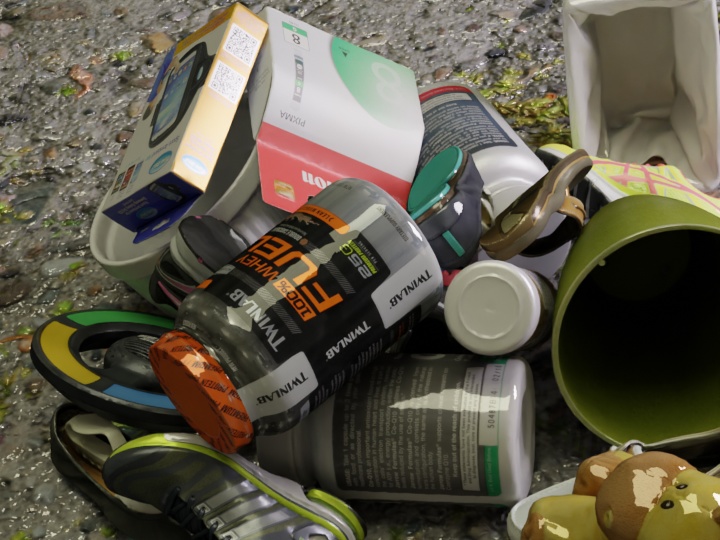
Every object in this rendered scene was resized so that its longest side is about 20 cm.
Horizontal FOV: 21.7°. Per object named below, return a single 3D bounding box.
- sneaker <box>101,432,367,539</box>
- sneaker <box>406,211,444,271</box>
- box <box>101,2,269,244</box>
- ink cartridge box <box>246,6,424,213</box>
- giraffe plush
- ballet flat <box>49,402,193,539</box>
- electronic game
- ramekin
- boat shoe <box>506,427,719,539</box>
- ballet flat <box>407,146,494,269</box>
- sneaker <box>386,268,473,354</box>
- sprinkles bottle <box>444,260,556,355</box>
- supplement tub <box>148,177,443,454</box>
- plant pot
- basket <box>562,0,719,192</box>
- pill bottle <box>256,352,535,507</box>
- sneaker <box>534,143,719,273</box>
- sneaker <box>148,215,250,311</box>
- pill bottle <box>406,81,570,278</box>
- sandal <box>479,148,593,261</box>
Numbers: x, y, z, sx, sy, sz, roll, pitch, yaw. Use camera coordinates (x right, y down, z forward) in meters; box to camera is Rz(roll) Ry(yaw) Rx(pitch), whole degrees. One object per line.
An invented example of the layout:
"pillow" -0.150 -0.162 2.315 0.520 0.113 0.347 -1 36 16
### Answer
"sneaker" -0.096 0.182 1.364 0.199 0.074 0.081 20 49 1
"sneaker" 0.000 0.000 1.515 0.199 0.079 0.066 -8 34 -40
"box" -0.150 -0.118 1.569 0.119 0.041 0.201 -25 38 50
"ink cartridge box" -0.017 -0.118 1.590 0.160 0.050 0.201 21 39 -30
"giraffe plush" 0.200 0.183 1.218 0.198 0.162 0.174 14 65 10
"ballet flat" -0.180 0.160 1.454 0.199 0.069 0.068 25 48 38
"electronic game" -0.169 0.078 1.525 0.198 0.042 0.200 13 18 -4
"ramekin" -0.129 -0.048 1.638 0.199 0.105 0.201 -30 32 21
"boat shoe" 0.199 0.157 1.366 0.198 0.069 0.075 -15 38 -5
"ballet flat" 0.074 -0.045 1.505 0.072 0.074 0.200 -5 15 6
"sneaker" 0.013 0.042 1.562 0.199 0.071 0.098 4 36 16
"sprinkles bottle" 0.111 0.029 1.431 0.068 0.069 0.200 -1 -2 12
"supplement tub" -0.047 0.034 1.358 0.200 0.123 0.122 -39 45 -22
"plant pot" 0.230 0.017 1.477 0.185 0.189 0.200 -9 22 2
"basket" 0.254 -0.181 1.705 0.134 0.201 0.124 -4 30 7
"pill bottle" 0.028 0.119 1.421 0.198 0.114 0.113 1 37 13
"sneaker" 0.241 -0.062 1.651 0.199 0.079 0.090 31 51 27
"sneaker" -0.087 0.046 1.525 0.200 0.086 0.080 45 34 -2
"pill bottle" 0.102 -0.071 1.652 0.119 0.120 0.200 -18 37 -11
"sandal" 0.145 -0.039 1.468 0.080 0.054 0.200 -41 2 24
